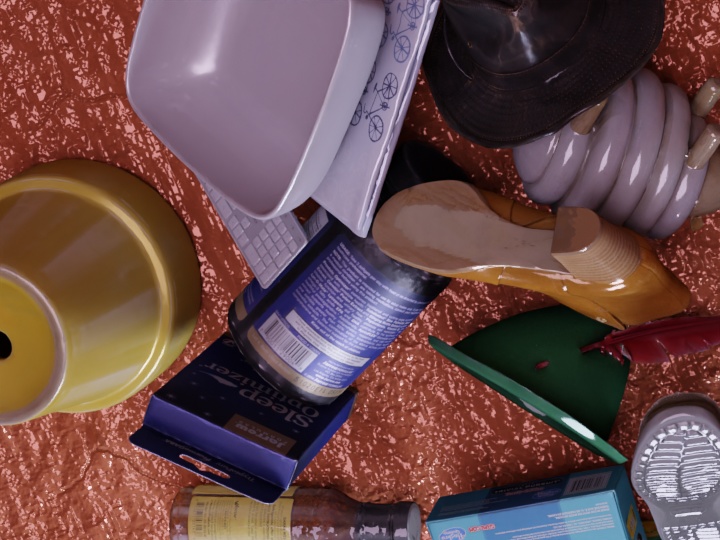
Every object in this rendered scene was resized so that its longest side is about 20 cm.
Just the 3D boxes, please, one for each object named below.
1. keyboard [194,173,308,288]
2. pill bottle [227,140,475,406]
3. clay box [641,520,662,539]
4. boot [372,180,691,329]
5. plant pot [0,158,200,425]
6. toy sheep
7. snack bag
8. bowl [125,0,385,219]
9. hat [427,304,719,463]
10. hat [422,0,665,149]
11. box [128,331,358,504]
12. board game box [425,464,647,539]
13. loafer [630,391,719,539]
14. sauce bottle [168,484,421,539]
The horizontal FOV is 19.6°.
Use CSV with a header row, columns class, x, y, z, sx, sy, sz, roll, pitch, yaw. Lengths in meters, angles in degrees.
class,x,y,z,sx,sy,sz,roll,pitch,yaw
keyboard,-0.102,-0.080,1.584,0.056,0.011,0.200,-44,61,24
pill bottle,0.000,0.000,1.572,0.112,0.112,0.200,45,113,0
clay box,0.155,0.257,1.635,0.200,0.048,0.115,-4,105,17
boot,0.121,-0.002,1.473,0.201,0.144,0.071,5,70,36
plant pot,-0.248,0.030,1.614,0.201,0.189,0.201,5,108,15
toy sheep,0.179,-0.088,1.480,0.200,0.138,0.138,19,111,-9
snack bag,-0.029,-0.150,1.523,0.200,0.021,0.189,39,119,44
bowl,-0.067,-0.160,1.481,0.200,0.075,0.200,41,123,32
hat,0.176,0.032,1.549,0.200,0.166,0.176,34,87,-31
hat,0.111,-0.187,1.436,0.200,0.201,0.081,-21,137,21
box,-0.085,0.109,1.581,0.121,0.200,0.032,24,111,9
board game box,0.153,0.257,1.581,0.151,0.047,0.200,-12,107,22
loafer,0.233,0.135,1.503,0.075,0.070,0.200,-4,148,8
sauce bottle,-0.052,0.206,1.672,0.200,0.066,0.066,1,106,18
